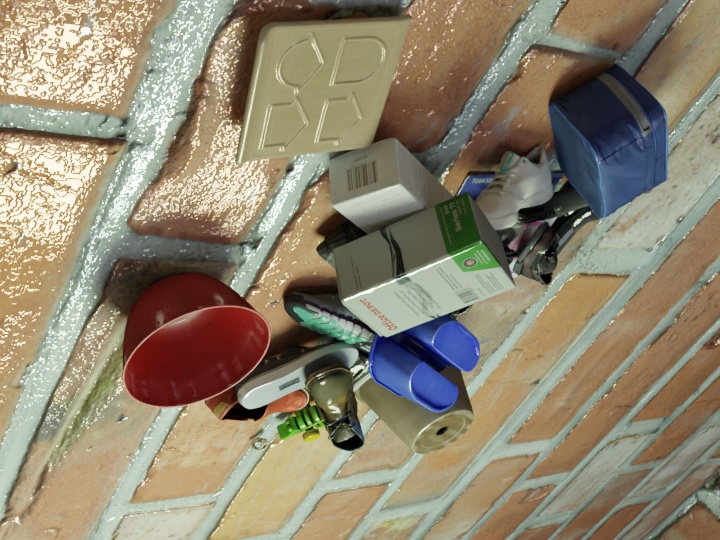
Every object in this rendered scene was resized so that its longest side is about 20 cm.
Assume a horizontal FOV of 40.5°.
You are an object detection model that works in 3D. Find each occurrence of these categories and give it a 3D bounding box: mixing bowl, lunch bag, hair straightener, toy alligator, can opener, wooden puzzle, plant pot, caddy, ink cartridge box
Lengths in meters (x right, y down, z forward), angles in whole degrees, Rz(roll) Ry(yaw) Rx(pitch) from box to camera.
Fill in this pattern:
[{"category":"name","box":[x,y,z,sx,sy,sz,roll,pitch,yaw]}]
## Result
[{"category":"mixing bowl","box":[-0.228,0.075,1.279,0.199,0.109,0.201,-20,145,-15]},{"category":"lunch bag","box":[0.362,-0.180,1.385,0.132,0.136,0.200,-30,146,-1]},{"category":"hair straightener","box":[0.264,-0.093,1.440,0.199,0.041,0.077,-13,-179,-26]},{"category":"toy alligator","box":[-0.100,0.256,1.644,0.199,0.060,0.054,-24,157,3]},{"category":"can opener","box":[0.327,-0.071,1.573,0.200,0.078,0.063,-55,-176,25]},{"category":"wooden puzzle","box":[-0.049,-0.212,1.114,0.199,0.046,0.186,-15,143,-31]},{"category":"plant pot","box":[0.099,0.202,1.636,0.199,0.174,0.201,-20,144,-16]},{"category":"caddy","box":[0.088,0.123,1.449,0.142,0.105,0.200,-58,144,-6]},{"category":"ink cartridge box","box":[0.083,-0.002,1.284,0.199,0.083,0.147,-22,148,16]},{"category":"ink cartridge box","box":[0.205,-0.061,1.502,0.195,0.043,0.200,-5,140,-33]}]

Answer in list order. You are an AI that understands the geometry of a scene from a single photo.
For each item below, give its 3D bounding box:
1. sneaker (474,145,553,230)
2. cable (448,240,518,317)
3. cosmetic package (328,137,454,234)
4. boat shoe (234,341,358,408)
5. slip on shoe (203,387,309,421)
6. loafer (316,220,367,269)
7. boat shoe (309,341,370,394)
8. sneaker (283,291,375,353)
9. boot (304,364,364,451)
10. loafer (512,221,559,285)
[{"category":"sneaker","box":[0.205,-0.121,1.376,0.200,0.075,0.089,-32,127,-45]},{"category":"cable","box":[0.151,0.019,1.482,0.199,0.051,0.164,-21,143,-11]},{"category":"cosmetic package","box":[0.050,-0.089,1.292,0.101,0.074,0.200,-15,154,24]},{"category":"boat shoe","box":[-0.103,0.146,1.503,0.199,0.066,0.070,-24,140,-14]},{"category":"slip on shoe","box":[-0.160,0.211,1.547,0.199,0.061,0.074,9,127,-46]},{"category":"loafer","box":[0.000,0.000,1.404,0.072,0.073,0.200,-24,138,7]},{"category":"boat shoe","box":[-0.008,0.143,1.568,0.063,0.071,0.200,6,133,-46]},{"category":"sneaker","box":[-0.027,0.056,1.468,0.199,0.088,0.074,28,157,-34]},{"category":"boot","box":[-0.029,0.211,1.490,0.074,0.097,0.200,-24,157,1]},{"category":"loafer","box":[0.273,-0.021,1.457,0.072,0.063,0.200,-53,171,-7]}]
